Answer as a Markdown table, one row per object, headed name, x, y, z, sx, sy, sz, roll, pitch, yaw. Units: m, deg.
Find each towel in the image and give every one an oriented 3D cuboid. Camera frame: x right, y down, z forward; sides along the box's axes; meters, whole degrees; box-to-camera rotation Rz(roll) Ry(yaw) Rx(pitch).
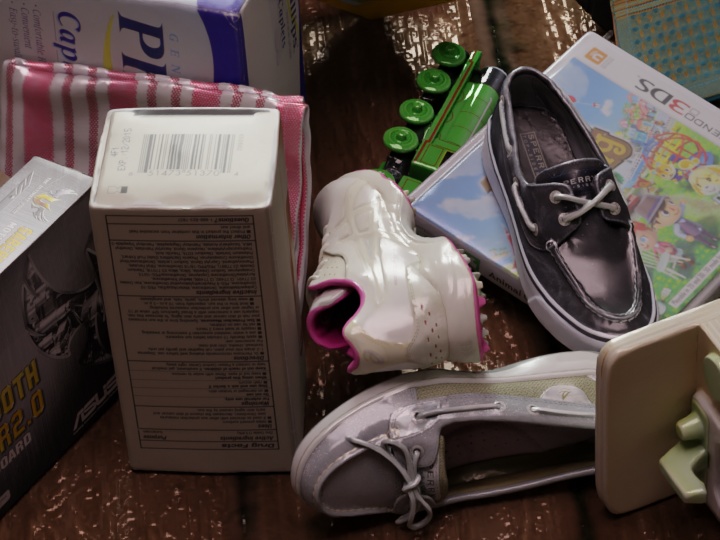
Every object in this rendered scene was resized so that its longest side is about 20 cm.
| name | x | y | z | sx | sy | sz | roll | pitch | yaw |
| --- | --- | --- | --- | --- | --- | --- | --- | --- | --- |
| towel | 0.223 | -0.205 | 1.884 | 0.146 | 0.022 | 0.201 | -12 | 81 | 21 |
| towel | -0.126 | -0.044 | 1.766 | 0.199 | 0.147 | 0.030 | 9 | 19 | 17 |

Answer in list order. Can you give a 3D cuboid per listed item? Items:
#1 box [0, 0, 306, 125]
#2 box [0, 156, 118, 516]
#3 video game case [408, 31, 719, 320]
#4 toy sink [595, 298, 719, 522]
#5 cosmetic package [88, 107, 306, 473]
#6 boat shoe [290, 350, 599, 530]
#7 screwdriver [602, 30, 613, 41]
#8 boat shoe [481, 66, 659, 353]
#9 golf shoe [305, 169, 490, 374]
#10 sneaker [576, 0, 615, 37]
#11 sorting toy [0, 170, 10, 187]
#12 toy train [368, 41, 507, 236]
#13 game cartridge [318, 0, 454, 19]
| name | x | y | z | sx | sy | sz | roll | pitch | yaw |
| --- | --- | --- | --- | --- | --- | --- | --- | --- | --- |
| box | -0.142 | -0.126 | 1.828 | 0.199 | 0.184 | 0.105 | 9 | 41 | 15 |
| box | -0.211 | 0.057 | 1.654 | 0.048 | 0.159 | 0.200 | 21 | 48 | 26 |
| video game case | 0.154 | -0.045 | 1.807 | 0.182 | 0.022 | 0.200 | 33 | 54 | 21 |
| toy sink | 0.239 | 0.086 | 1.601 | 0.199 | 0.131 | 0.112 | -18 | 44 | -16 |
| cosmetic package | -0.087 | 0.013 | 1.660 | 0.103 | 0.201 | 0.087 | 1 | 41 | 4 |
| boat shoe | 0.061 | 0.098 | 1.649 | 0.201 | 0.075 | 0.065 | -10 | 38 | -16 |
| screwdriver | 0.119 | -0.089 | 1.884 | 0.028 | 0.029 | 0.200 | 16 | 43 | 22 |
| boat shoe | 0.124 | -0.036 | 1.736 | 0.071 | 0.068 | 0.200 | -8 | 51 | -13 |
| golf shoe | 0.000 | 0.000 | 1.696 | 0.091 | 0.076 | 0.200 | -18 | 26 | -15 |
| sneaker | 0.229 | -0.192 | 1.962 | 0.200 | 0.076 | 0.115 | 30 | 43 | 22 |
| sorting toy | -0.310 | -0.015 | 1.759 | 0.200 | 0.070 | 0.199 | -45 | 53 | -10 |
| toy train | 0.042 | -0.072 | 1.860 | 0.056 | 0.042 | 0.200 | 19 | 47 | 11 |
| game cartridge | -0.034 | -0.208 | 1.881 | 0.199 | 0.033 | 0.176 | 14 | -9 | -27 |
